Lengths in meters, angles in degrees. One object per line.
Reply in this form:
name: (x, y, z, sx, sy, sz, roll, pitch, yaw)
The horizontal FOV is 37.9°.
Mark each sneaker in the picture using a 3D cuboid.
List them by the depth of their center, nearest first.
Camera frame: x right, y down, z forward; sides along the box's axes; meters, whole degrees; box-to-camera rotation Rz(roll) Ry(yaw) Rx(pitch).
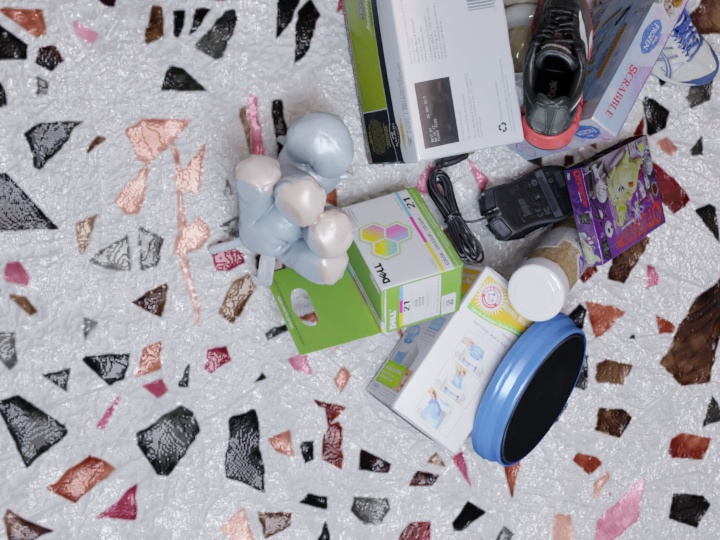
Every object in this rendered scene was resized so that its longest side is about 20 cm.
sneaker: (0.214, -0.237, 1.129, 0.069, 0.098, 0.204, 7, 72, 10)
sneaker: (0.390, -0.301, 1.335, 0.198, 0.088, 0.076, 30, 84, -17)

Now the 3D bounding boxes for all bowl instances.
bowl: (0.209, 0.148, 1.276, 0.200, 0.039, 0.203, -38, 145, -33)

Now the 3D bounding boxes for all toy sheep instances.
toy sheep: (0.201, -0.323, 1.260, 0.136, 0.138, 0.203, 21, 67, -16)

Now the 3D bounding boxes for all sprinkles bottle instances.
sprinkles bottle: (0.235, -0.007, 1.261, 0.067, 0.200, 0.069, 9, 113, 22)

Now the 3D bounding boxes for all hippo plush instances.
hippo plush: (-0.055, -0.083, 1.190, 0.158, 0.201, 0.162, 33, 57, 4)

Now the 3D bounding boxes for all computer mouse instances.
computer mouse: (0.174, -0.098, 1.314, 0.198, 0.046, 0.142, -26, 79, -20)

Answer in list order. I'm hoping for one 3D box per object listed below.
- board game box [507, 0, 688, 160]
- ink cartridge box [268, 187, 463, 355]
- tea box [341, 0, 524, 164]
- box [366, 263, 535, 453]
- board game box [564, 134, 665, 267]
board game box: (0.275, -0.234, 1.236, 0.041, 0.199, 0.202, 34, 78, -16)
ink cartridge box: (0.000, 0.000, 1.208, 0.197, 0.149, 0.077, -16, 136, -15)
tea box: (0.076, -0.231, 1.192, 0.131, 0.196, 0.204, -12, 99, -15)
box: (0.114, 0.101, 1.273, 0.101, 0.112, 0.201, 37, 83, -15)
board game box: (0.321, -0.091, 1.307, 0.199, 0.032, 0.122, -27, 109, -49)
